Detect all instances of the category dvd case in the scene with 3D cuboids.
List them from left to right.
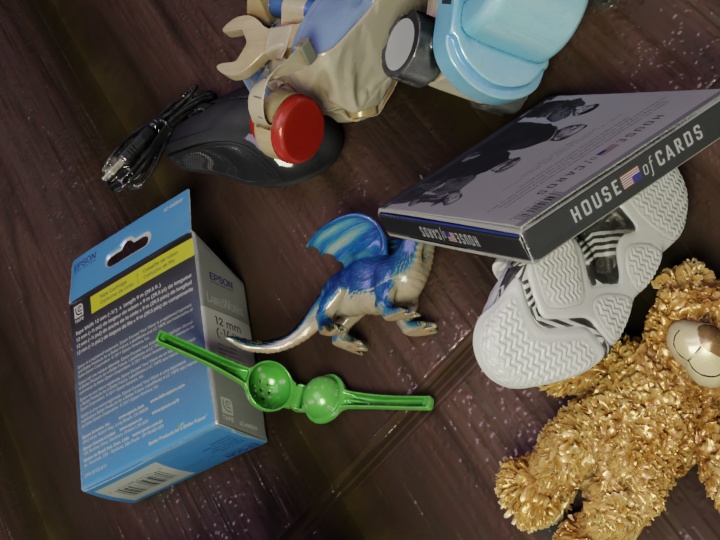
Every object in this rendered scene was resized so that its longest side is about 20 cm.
[{"bbox_3d":[0.108,-0.060,0.741,0.149,0.025,0.200,-33,17,-14],"label":"dvd case"}]

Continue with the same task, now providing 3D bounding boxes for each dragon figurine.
[{"bbox_3d":[0.000,0.000,0.883,0.198,0.059,0.101,-18,62,28],"label":"dragon figurine"}]

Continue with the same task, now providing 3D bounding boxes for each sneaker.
[{"bbox_3d":[0.107,0.005,0.742,0.114,0.076,0.200,-21,20,52],"label":"sneaker"}]

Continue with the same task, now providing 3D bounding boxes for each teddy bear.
[{"bbox_3d":[0.159,0.090,0.723,0.199,0.066,0.146,-37,57,22],"label":"teddy bear"}]

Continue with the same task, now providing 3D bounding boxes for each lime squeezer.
[{"bbox_3d":[-0.043,0.078,0.889,0.197,0.071,0.038,14,51,9],"label":"lime squeezer"}]

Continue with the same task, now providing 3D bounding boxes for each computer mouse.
[{"bbox_3d":[-0.104,-0.111,0.980,0.198,0.053,0.139,8,43,34],"label":"computer mouse"}]

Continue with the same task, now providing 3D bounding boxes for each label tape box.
[{"bbox_3d":[-0.155,0.060,0.982,0.142,0.066,0.203,-27,56,27],"label":"label tape box"}]

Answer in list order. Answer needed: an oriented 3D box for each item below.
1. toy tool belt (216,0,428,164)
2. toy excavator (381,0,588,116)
[{"bbox_3d":[-0.037,-0.160,0.904,0.122,0.126,0.201,17,57,39],"label":"toy tool belt"},{"bbox_3d":[0.115,-0.211,0.802,0.199,0.099,0.198,-10,69,58],"label":"toy excavator"}]
